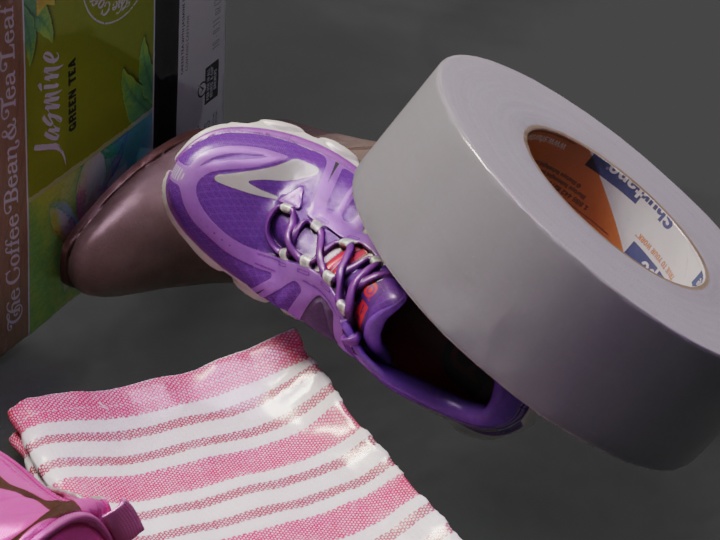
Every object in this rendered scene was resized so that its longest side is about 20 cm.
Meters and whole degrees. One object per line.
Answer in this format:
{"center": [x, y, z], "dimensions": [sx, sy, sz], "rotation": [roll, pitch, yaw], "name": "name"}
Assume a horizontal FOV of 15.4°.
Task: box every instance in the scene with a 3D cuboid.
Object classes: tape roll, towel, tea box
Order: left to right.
{"center": [-0.167, -0.104, 1.257], "dimensions": [0.133, 0.201, 0.197], "rotation": [21, 38, 24], "name": "tea box"}
{"center": [-0.048, 0.100, 1.120], "dimensions": [0.146, 0.030, 0.200], "rotation": [-14, 38, -24], "name": "towel"}
{"center": [0.093, -0.005, 1.172], "dimensions": [0.200, 0.066, 0.200], "rotation": [35, 20, -15], "name": "tape roll"}

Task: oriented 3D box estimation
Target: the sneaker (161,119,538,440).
{"center": [0.000, 0.000, 1.167], "dimensions": [0.200, 0.081, 0.083], "rotation": [33, 5, 9], "name": "sneaker"}

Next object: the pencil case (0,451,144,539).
{"center": [-0.183, 0.089, 1.072], "dimensions": [0.200, 0.091, 0.094], "rotation": [30, 72, 32], "name": "pencil case"}

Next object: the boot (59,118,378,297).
{"center": [-0.024, -0.013, 1.258], "dimensions": [0.146, 0.071, 0.200], "rotation": [28, 41, 27], "name": "boot"}
